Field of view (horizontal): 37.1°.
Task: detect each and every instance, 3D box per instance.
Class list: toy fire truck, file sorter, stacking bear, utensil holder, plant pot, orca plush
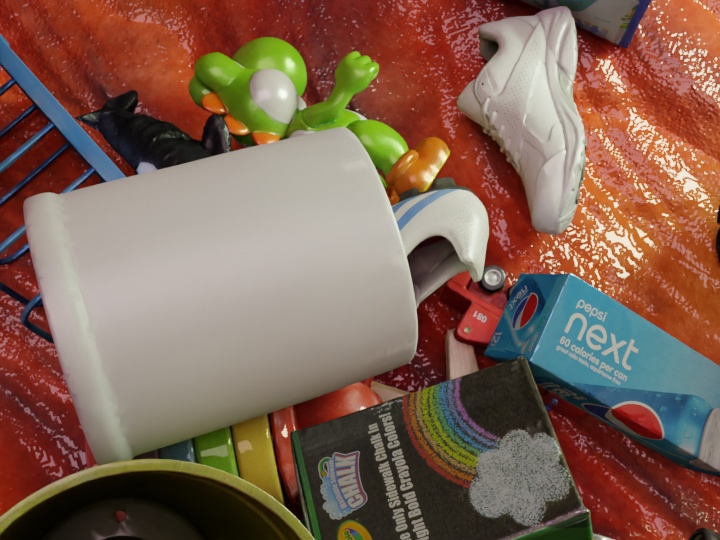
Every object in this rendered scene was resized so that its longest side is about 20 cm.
[{"bbox_3d":[0.083,0.070,0.811,0.200,0.049,0.141,31,76,8],"label":"toy fire truck"},{"bbox_3d":[-0.245,-0.056,0.804,0.123,0.139,0.200,-42,77,-7],"label":"file sorter"},{"bbox_3d":[-0.078,0.126,0.742,0.199,0.121,0.114,-11,105,-3],"label":"stacking bear"},{"bbox_3d":[-0.085,0.010,0.662,0.199,0.170,0.170,-17,74,-12],"label":"utensil holder"},{"bbox_3d":[-0.126,0.195,0.580,0.200,0.193,0.201,1,85,-16],"label":"plant pot"},{"bbox_3d":[-0.116,-0.086,0.793,0.200,0.105,0.071,44,109,32],"label":"orca plush"}]

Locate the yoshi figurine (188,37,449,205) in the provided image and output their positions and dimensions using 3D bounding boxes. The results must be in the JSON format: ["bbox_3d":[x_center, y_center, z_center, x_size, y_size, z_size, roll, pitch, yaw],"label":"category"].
[{"bbox_3d":[-0.031,-0.120,0.833,0.200,0.112,0.113,30,97,-3],"label":"yoshi figurine"}]

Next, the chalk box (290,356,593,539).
[{"bbox_3d":[0.033,0.162,0.661,0.199,0.124,0.125,-19,44,2],"label":"chalk box"}]

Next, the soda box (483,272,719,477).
[{"bbox_3d":[0.191,0.076,0.756,0.200,0.064,0.068,30,79,-20],"label":"soda box"}]

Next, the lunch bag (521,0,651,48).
[{"bbox_3d":[0.177,-0.297,0.845,0.170,0.200,0.128,24,75,8],"label":"lunch bag"}]

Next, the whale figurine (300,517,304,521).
[{"bbox_3d":[-0.026,0.244,0.728,0.199,0.104,0.160,0,73,-2],"label":"whale figurine"}]

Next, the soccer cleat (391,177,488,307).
[{"bbox_3d":[0.000,0.000,0.783,0.199,0.070,0.087,-22,49,23],"label":"soccer cleat"}]

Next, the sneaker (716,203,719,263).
[{"bbox_3d":[0.346,0.012,0.825,0.092,0.076,0.201,-15,81,-13],"label":"sneaker"}]

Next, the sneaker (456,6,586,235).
[{"bbox_3d":[0.128,-0.118,0.863,0.099,0.078,0.201,-2,64,6],"label":"sneaker"}]

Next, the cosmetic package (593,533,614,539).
[{"bbox_3d":[0.126,0.275,0.714,0.074,0.102,0.201,27,75,-20],"label":"cosmetic package"}]

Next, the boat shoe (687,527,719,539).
[{"bbox_3d":[0.203,0.267,0.737,0.065,0.073,0.200,42,67,-1],"label":"boat shoe"}]
